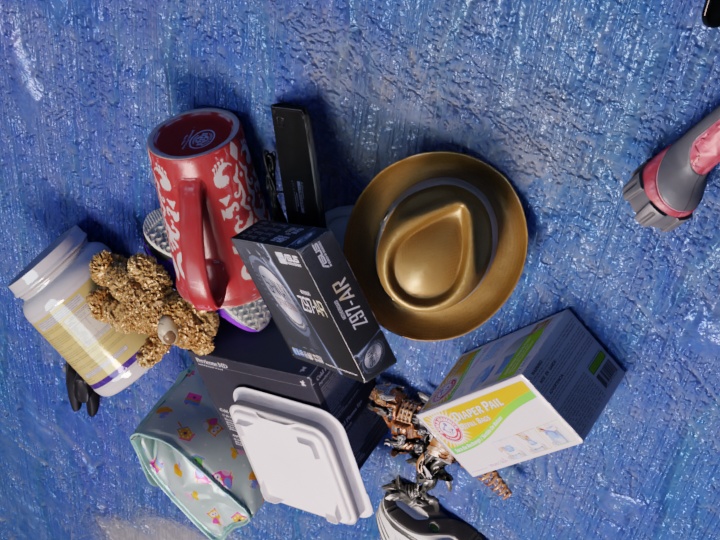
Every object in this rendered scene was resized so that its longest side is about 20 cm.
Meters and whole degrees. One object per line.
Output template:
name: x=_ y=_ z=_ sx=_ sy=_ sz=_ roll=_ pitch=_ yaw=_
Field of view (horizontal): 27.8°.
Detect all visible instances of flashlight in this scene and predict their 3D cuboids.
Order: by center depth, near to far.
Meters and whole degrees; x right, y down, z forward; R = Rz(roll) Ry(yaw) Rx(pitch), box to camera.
flashlight: x=0.310 y=-0.104 z=1.263 sx=0.068 sy=0.068 sz=0.200 roll=43 pitch=145 yaw=-3

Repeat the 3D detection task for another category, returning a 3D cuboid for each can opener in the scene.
can opener: x=-0.424 y=0.171 z=2.205 sx=0.063 sy=0.079 sz=0.200 roll=28 pitch=152 yaw=2

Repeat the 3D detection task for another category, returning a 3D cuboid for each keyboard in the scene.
keyboard: x=-0.071 y=-0.085 z=1.598 sx=0.127 sy=0.021 sz=0.200 roll=17 pitch=118 yaw=56

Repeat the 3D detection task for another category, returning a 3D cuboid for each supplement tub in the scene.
supplement tub: x=-0.358 y=0.053 z=1.950 sx=0.200 sy=0.145 sz=0.145 roll=49 pitch=143 yaw=-13

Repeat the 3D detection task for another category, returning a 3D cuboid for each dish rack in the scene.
dish rack: x=-0.081 y=0.240 z=1.817 sx=0.171 sy=0.044 sz=0.200 roll=13 pitch=137 yaw=32

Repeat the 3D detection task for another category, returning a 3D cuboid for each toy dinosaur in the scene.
toy dinosaur: x=0.090 y=0.222 z=1.788 sx=0.200 sy=0.102 sz=0.136 roll=47 pitch=132 yaw=28

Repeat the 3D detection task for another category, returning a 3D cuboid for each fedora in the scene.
fedora: x=0.074 y=-0.021 z=1.461 sx=0.200 sy=0.082 sz=0.201 roll=1 pitch=99 yaw=4

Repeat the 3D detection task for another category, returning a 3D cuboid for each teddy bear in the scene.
teddy bear: x=-0.271 y=0.047 z=1.810 sx=0.200 sy=0.067 sz=0.145 roll=39 pitch=116 yaw=22

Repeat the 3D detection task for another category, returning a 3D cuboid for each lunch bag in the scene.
lunch bag: x=-0.203 y=0.240 z=1.989 sx=0.200 sy=0.170 sz=0.122 roll=43 pitch=136 yaw=-4

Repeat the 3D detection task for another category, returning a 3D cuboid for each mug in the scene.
mug: x=-0.161 y=-0.064 z=1.652 sx=0.178 sy=0.133 sz=0.200 roll=-125 pitch=19 yaw=-52

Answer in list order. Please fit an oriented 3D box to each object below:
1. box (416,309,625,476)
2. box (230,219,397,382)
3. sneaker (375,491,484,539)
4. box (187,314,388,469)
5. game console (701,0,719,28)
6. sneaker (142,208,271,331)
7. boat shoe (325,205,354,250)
box: x=0.173 y=0.139 z=1.602 sx=0.101 sy=0.113 sz=0.200 roll=47 pitch=144 yaw=-10
box: x=-0.052 y=0.028 z=1.546 sx=0.160 sy=0.044 sz=0.200 roll=63 pitch=160 yaw=-17
sneaker: x=0.102 y=0.377 z=1.966 sx=0.200 sy=0.076 sz=0.115 roll=43 pitch=153 yaw=8
box: x=-0.088 y=0.149 z=1.849 sx=0.200 sy=0.104 sz=0.182 roll=10 pitch=136 yaw=34
game console: x=0.359 y=-0.246 z=1.027 sx=0.171 sy=0.118 sz=0.200 roll=26 pitch=142 yaw=18
sneaker: x=-0.195 y=0.009 z=1.833 sx=0.200 sy=0.070 sz=0.100 roll=42 pitch=151 yaw=4
boat shoe: x=0.034 y=-0.028 z=1.552 sx=0.202 sy=0.075 sz=0.086 roll=21 pitch=174 yaw=22
